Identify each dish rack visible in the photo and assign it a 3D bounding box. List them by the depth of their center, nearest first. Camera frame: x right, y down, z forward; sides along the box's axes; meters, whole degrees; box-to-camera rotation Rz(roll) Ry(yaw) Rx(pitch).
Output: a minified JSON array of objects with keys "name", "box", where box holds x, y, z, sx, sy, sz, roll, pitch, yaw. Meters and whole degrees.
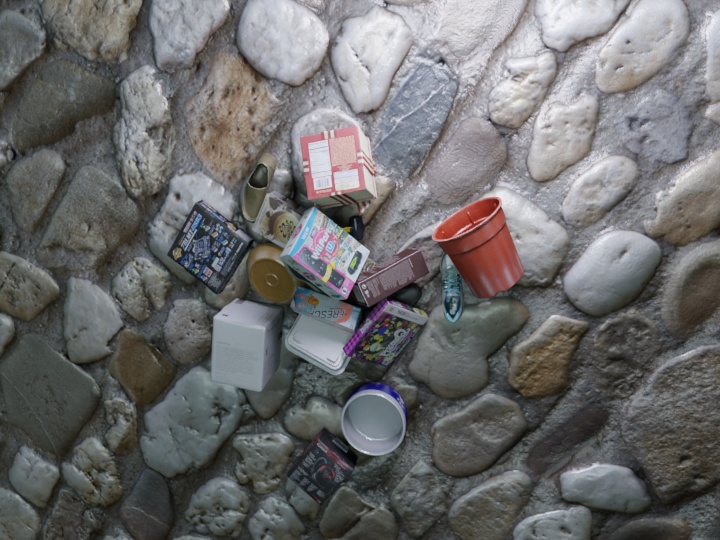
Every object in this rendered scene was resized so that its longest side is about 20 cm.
[{"name":"dish rack","box":[-0.104,0.180,1.664,0.196,0.044,0.174,26,70,12]}]

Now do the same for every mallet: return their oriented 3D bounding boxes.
[{"name":"mallet","box":[-0.072,-0.115,1.578,0.041,0.196,0.068,10,100,51]}]

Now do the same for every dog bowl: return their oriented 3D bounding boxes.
[{"name":"dog bowl","box":[0.043,0.442,1.746,0.194,0.079,0.206,3,105,11]}]

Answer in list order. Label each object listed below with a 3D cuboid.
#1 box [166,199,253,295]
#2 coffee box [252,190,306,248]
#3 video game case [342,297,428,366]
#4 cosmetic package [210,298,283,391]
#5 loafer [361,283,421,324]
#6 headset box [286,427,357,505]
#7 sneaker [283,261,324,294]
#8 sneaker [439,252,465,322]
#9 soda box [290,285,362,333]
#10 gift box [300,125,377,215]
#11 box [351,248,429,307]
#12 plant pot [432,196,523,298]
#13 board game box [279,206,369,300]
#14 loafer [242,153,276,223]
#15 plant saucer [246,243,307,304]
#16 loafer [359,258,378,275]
[{"name":"box","box":[-0.446,-0.067,1.728,0.197,0.050,0.202,37,109,1]},{"name":"coffee box","box":[-0.189,-0.121,1.641,0.197,0.080,0.115,29,109,3]},{"name":"video game case","box":[0.072,0.175,1.632,0.179,0.036,0.201,22,114,-42]},{"name":"cosmetic package","box":[-0.332,0.215,1.719,0.160,0.165,0.206,10,108,9]},{"name":"loafer","box":[0.087,0.109,1.649,0.198,0.072,0.073,-36,95,18]},{"name":"headset box","box":[-0.113,0.605,1.824,0.148,0.075,0.201,39,109,-1]},{"name":"sneaker","box":[-0.116,-0.012,1.568,0.104,0.077,0.199,-20,145,28]},{"name":"sneaker","box":[0.255,0.046,1.589,0.075,0.086,0.206,-3,104,12]},{"name":"soda box","box":[-0.093,0.111,1.630,0.195,0.069,0.065,19,75,9]},{"name":"gift box","box":[-0.057,-0.247,1.521,0.179,0.187,0.206,-4,89,11]},{"name":"box","box":[0.075,0.017,1.568,0.197,0.100,0.076,-30,101,-14]},{"name":"plant pot","box":[0.314,-0.050,1.505,0.197,0.202,0.198,-26,107,17]},{"name":"board game box","box":[-0.090,-0.041,1.507,0.198,0.064,0.150,37,68,-23]},{"name":"loafer","box":[-0.293,-0.229,1.641,0.074,0.068,0.205,19,108,6]},{"name":"plant saucer","box":[-0.249,0.020,1.687,0.195,0.036,0.205,9,122,15]},{"name":"loafer","box":[0.000,0.000,1.642,0.200,0.076,0.068,47,145,-12]}]
